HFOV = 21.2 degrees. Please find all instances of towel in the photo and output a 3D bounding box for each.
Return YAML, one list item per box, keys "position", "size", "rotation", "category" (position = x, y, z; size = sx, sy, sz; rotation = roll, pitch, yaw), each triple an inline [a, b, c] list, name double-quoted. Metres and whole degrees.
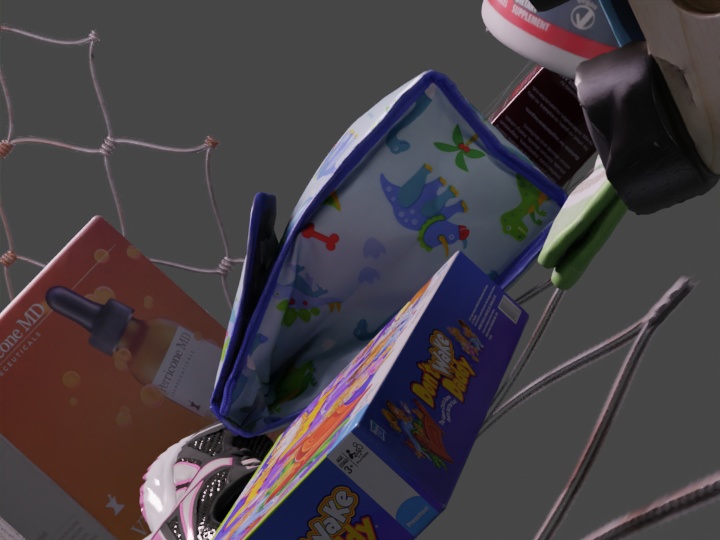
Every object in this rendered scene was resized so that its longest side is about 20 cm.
- position: [0.141, -0.090, 0.853]
  size: [0.150, 0.031, 0.200]
  rotation: [-58, -3, 33]
  category: "towel"

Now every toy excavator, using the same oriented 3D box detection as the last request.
- position: [0.107, -0.127, 0.588]
  size: [0.099, 0.196, 0.200]
  rotation: [-24, 2, 22]
  category: "toy excavator"

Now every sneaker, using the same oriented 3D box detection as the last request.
- position: [-0.057, 0.124, 0.923]
  size: [0.086, 0.081, 0.200]
  rotation: [-34, 14, 17]
  category: "sneaker"

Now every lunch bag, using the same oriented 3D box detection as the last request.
- position: [0.000, 0.000, 1.006]
  size: [0.200, 0.127, 0.170]
  rotation: [-48, 0, 2]
  category: "lunch bag"

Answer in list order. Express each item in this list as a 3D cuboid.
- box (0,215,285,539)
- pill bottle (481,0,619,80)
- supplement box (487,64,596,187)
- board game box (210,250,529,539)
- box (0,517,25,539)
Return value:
- position: [-0.145, 0.098, 1.169]
  size: [0.152, 0.200, 0.106]
  rotation: [-50, 4, -31]
  category: "box"
- position: [0.147, -0.206, 1.004]
  size: [0.120, 0.119, 0.201]
  rotation: [-53, -17, -66]
  category: "pill bottle"
- position: [0.120, -0.094, 1.162]
  size: [0.200, 0.061, 0.109]
  rotation: [-47, 2, 15]
  category: "supplement box"
- position: [-0.004, 0.082, 0.789]
  size: [0.135, 0.045, 0.200]
  rotation: [-47, 3, 22]
  category: "board game box"
- position: [-0.285, 0.245, 1.336]
  size: [0.199, 0.200, 0.131]
  rotation: [-47, 5, 31]
  category: "box"
